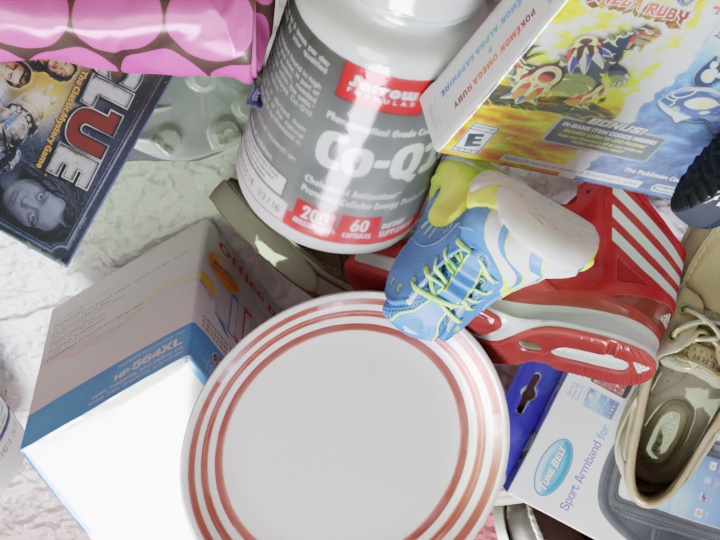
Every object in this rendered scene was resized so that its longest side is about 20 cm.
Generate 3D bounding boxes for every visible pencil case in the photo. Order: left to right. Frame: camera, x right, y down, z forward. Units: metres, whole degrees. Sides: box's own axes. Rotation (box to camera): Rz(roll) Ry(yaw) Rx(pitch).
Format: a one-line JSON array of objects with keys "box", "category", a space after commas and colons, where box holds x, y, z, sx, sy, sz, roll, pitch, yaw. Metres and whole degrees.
[{"box": [-0.147, -0.144, 1.646, 0.199, 0.091, 0.094, 6, 170, -1], "category": "pencil case"}]

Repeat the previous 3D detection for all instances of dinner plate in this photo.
[{"box": [-0.010, 0.104, 1.728, 0.199, 0.024, 0.202, -6, 111, -15], "category": "dinner plate"}]

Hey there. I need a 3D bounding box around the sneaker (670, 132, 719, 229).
[{"box": [0.261, -0.064, 1.588, 0.199, 0.070, 0.082, -32, 115, 24], "category": "sneaker"}]

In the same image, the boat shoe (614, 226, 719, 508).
[{"box": [0.200, 0.044, 1.724, 0.072, 0.065, 0.201, 22, 107, -1], "category": "boat shoe"}]

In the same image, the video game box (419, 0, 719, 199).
[{"box": [0.162, -0.116, 1.599, 0.199, 0.047, 0.182, 9, 137, -31], "category": "video game box"}]

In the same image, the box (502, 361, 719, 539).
[{"box": [0.179, 0.115, 1.801, 0.199, 0.041, 0.120, 27, 91, -5], "category": "box"}]

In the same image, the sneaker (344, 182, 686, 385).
[{"box": [0.097, -0.009, 1.742, 0.199, 0.116, 0.078, 17, 156, 20], "category": "sneaker"}]

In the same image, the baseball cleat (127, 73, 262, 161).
[{"box": [-0.155, -0.099, 1.780, 0.199, 0.106, 0.070, -6, 104, -9], "category": "baseball cleat"}]

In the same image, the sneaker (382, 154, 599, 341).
[{"box": [0.067, 0.001, 1.617, 0.075, 0.200, 0.105, 29, 94, -11], "category": "sneaker"}]

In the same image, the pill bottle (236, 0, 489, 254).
[{"box": [0.007, -0.116, 1.670, 0.113, 0.114, 0.201, 22, 132, 2], "category": "pill bottle"}]

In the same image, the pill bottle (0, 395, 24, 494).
[{"box": [-0.310, 0.066, 1.935, 0.110, 0.111, 0.201, -16, 121, 30], "category": "pill bottle"}]

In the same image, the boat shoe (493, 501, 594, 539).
[{"box": [0.154, 0.205, 1.905, 0.059, 0.072, 0.200, -18, 124, 30], "category": "boat shoe"}]

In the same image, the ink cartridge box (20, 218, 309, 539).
[{"box": [-0.112, 0.075, 1.826, 0.125, 0.200, 0.129, -30, 114, 17], "category": "ink cartridge box"}]

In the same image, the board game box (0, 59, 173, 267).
[{"box": [-0.177, -0.122, 1.705, 0.135, 0.035, 0.201, 29, 90, -5], "category": "board game box"}]

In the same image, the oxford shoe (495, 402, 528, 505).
[{"box": [0.040, 0.117, 1.830, 0.199, 0.075, 0.058, -9, 118, -24], "category": "oxford shoe"}]

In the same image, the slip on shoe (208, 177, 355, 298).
[{"box": [0.000, 0.000, 1.807, 0.200, 0.076, 0.061, 38, 91, -1], "category": "slip on shoe"}]
